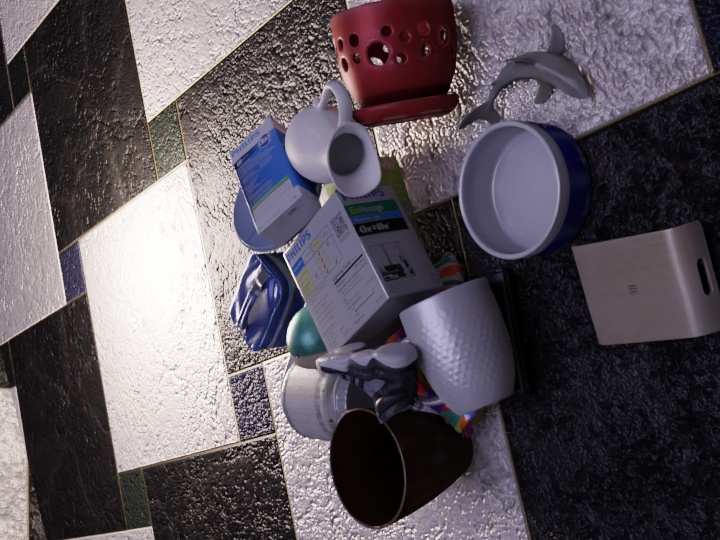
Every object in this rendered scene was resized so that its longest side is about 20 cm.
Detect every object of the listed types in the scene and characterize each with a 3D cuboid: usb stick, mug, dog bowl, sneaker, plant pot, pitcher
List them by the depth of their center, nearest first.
[{"bbox_3d":[0.242,-0.120,1.476,0.199,0.078,0.203,7,99,49],"label":"dog bowl"},{"bbox_3d":[0.137,0.131,1.513,0.199,0.147,0.177,-26,80,27],"label":"mug"},{"bbox_3d":[0.014,0.174,1.521,0.199,0.075,0.115,-6,102,45],"label":"sneaker"},{"bbox_3d":[-0.048,-0.216,1.544,0.200,0.120,0.174,-145,44,-63],"label":"pitcher"},{"bbox_3d":[0.229,0.098,1.549,0.055,0.032,0.203,-18,79,56],"label":"usb stick"},{"bbox_3d":[0.061,-0.330,1.589,0.199,0.199,0.185,0,102,50],"label":"plant pot"},{"bbox_3d":[0.082,0.303,1.615,0.186,0.198,0.190,6,98,49],"label":"plant pot"},{"bbox_3d":[0.108,0.041,1.675,0.200,0.070,0.094,-39,46,47],"label":"sneaker"}]

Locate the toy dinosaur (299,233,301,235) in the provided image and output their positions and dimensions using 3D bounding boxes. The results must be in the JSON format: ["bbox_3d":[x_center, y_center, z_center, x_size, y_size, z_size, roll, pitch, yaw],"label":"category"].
[{"bbox_3d":[-0.077,-0.166,1.770,0.182,0.105,0.200,-48,55,7],"label":"toy dinosaur"}]

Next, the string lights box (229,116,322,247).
[{"bbox_3d":[-0.144,-0.151,1.655,0.102,0.059,0.201,-39,50,19],"label":"string lights box"}]

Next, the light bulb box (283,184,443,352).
[{"bbox_3d":[0.000,0.000,1.613,0.198,0.124,0.202,-46,62,45],"label":"light bulb box"}]

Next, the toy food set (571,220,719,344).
[{"bbox_3d":[0.385,0.019,1.344,0.199,0.060,0.145,-12,96,51],"label":"toy food set"}]

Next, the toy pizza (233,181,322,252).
[{"bbox_3d":[-0.138,-0.122,1.699,0.198,0.032,0.203,-18,59,32],"label":"toy pizza"}]

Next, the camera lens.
[{"bbox_3d":[-0.034,0.227,1.779,0.199,0.159,0.162,-4,91,50],"label":"camera lens"}]

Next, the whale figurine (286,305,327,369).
[{"bbox_3d":[-0.043,0.092,1.743,0.158,0.199,0.105,-2,113,52],"label":"whale figurine"}]

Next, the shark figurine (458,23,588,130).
[{"bbox_3d":[0.229,-0.288,1.471,0.213,0.089,0.130,-15,80,48],"label":"shark figurine"}]

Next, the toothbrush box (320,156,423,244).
[{"bbox_3d":[0.020,-0.079,1.743,0.145,0.085,0.202,-31,71,48],"label":"toothbrush box"}]

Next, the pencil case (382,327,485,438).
[{"bbox_3d":[0.116,0.181,1.606,0.199,0.088,0.089,40,126,13],"label":"pencil case"}]

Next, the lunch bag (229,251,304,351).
[{"bbox_3d":[-0.177,0.063,1.958,0.136,0.131,0.201,49,128,36],"label":"lunch bag"}]

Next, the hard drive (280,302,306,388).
[{"bbox_3d":[-0.098,0.113,1.879,0.026,0.132,0.202,22,116,7],"label":"hard drive"}]
